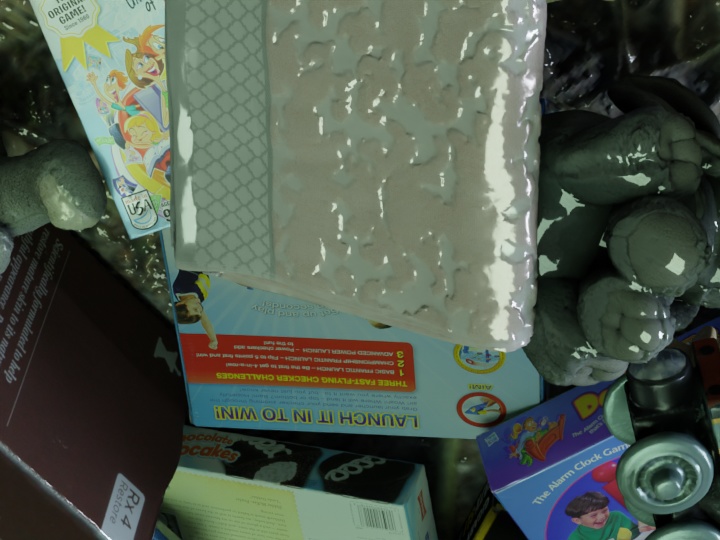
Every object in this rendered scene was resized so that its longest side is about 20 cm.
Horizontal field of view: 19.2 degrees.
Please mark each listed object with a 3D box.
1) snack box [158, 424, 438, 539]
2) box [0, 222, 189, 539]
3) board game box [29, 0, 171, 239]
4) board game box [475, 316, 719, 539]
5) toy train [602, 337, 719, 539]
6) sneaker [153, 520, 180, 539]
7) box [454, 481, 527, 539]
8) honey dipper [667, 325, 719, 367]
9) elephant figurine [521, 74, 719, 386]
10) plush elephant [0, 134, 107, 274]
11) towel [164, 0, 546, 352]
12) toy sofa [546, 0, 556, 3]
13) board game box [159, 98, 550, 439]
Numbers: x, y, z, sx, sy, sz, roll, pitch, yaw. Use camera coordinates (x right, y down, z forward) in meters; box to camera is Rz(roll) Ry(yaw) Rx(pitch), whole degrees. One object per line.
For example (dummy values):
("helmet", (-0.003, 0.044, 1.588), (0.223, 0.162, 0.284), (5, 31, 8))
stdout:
("snack box", (-0.053, 0.150, 1.254), (0.200, 0.037, 0.116), (8, 133, 21))
("box", (-0.225, 0.091, 1.172), (0.200, 0.166, 0.164), (-27, 121, 29))
("board game box", (-0.042, -0.107, 1.007), (0.200, 0.034, 0.134), (-17, 106, 16))
("board game box", (0.182, 0.100, 1.147), (0.200, 0.045, 0.134), (-27, 129, 10))
("toy train", (0.188, 0.118, 1.039), (0.114, 0.085, 0.200), (-13, 118, 6))
("sneaker", (-0.173, 0.168, 1.266), (0.200, 0.081, 0.146), (30, 134, 23))
("box", (0.149, 0.204, 1.290), (0.200, 0.049, 0.160), (18, 130, -6))
("honey dipper", (0.116, 0.022, 1.060), (0.200, 0.038, 0.038), (23, 132, -1))
("elephant figurine", (0.147, -0.022, 1.004), (0.142, 0.200, 0.155), (-32, 78, 39))
("plush elephant", (-0.256, -0.052, 1.043), (0.200, 0.155, 0.165), (-28, 86, 45))
("towel", (-0.007, -0.075, 0.943), (0.191, 0.032, 0.200), (12, 114, 29))
("toy sofa", (0.074, -0.215, 0.902), (0.098, 0.083, 0.200), (-10, 129, 20))
("board game box", (0.000, 0.000, 1.125), (0.200, 0.056, 0.196), (3, 132, 8))
